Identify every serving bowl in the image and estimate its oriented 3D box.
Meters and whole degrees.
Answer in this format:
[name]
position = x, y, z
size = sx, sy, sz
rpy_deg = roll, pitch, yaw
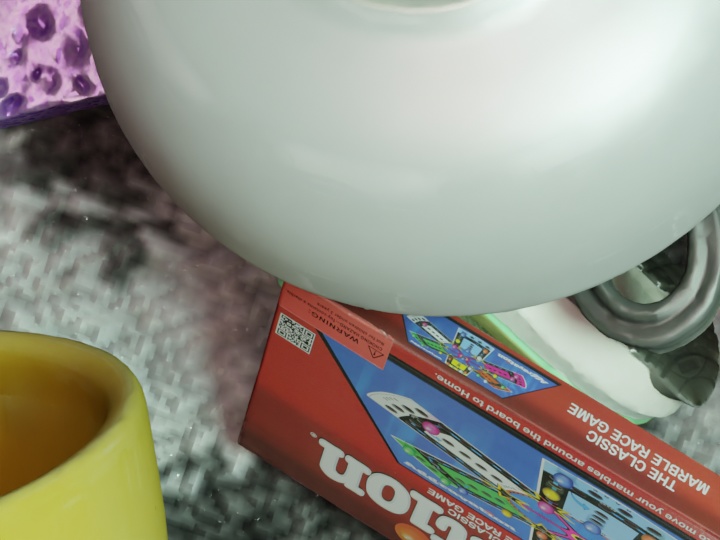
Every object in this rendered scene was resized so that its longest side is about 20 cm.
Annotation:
[serving bowl]
position = 0.020, -0.093, 0.672
size = 0.198, 0.066, 0.202
rpy_deg = -2, 75, 7

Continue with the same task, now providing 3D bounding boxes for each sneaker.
[sneaker]
position = 0.000, 0.000, 0.754
size = 0.199, 0.077, 0.089
rpy_deg = 35, 117, -6

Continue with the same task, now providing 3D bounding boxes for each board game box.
[board game box]
position = 0.060, 0.071, 0.734
size = 0.199, 0.103, 0.019
rpy_deg = 31, 61, 7

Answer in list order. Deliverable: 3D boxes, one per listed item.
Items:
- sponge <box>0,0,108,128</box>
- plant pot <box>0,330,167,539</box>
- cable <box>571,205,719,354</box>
[sponge]
position = -0.093, -0.101, 0.781
size = 0.198, 0.030, 0.112
rpy_deg = -13, 90, -2
[plant pot]
position = -0.139, 0.134, 0.704
size = 0.199, 0.201, 0.190
rpy_deg = -9, 105, -1
[cable]
position = 0.053, -0.076, 0.732
size = 0.097, 0.050, 0.201
rpy_deg = -34, 81, 1
